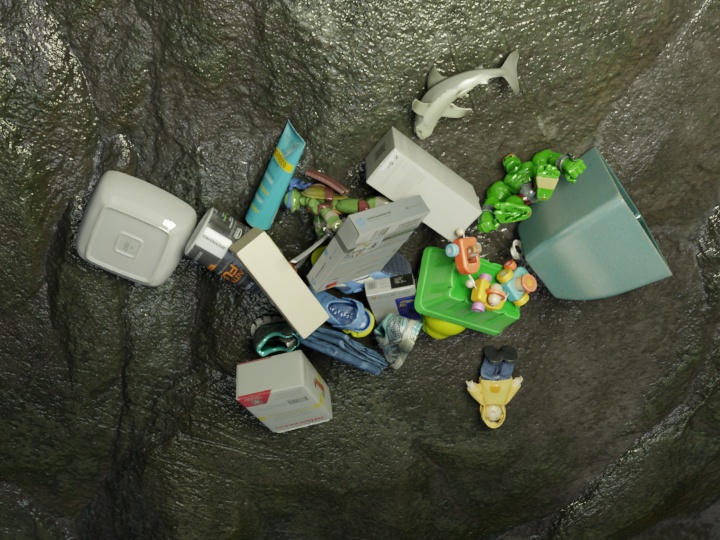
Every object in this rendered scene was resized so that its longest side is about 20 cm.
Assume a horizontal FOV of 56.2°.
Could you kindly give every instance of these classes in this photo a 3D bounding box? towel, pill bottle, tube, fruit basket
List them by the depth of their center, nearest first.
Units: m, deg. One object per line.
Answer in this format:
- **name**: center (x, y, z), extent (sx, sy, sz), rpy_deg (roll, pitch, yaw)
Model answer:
- **tube**: center (-0.150, -0.165, 1.214), extent (0.050, 0.078, 0.200), rpy_deg (-2, 133, -41)
- **pill bottle**: center (-0.220, -0.026, 1.273), extent (0.200, 0.106, 0.106), rpy_deg (31, 116, -19)
- **fruit basket**: center (0.193, 0.052, 1.322), extent (0.215, 0.156, 0.216), rpy_deg (11, 165, 3)
- **towel**: center (-0.032, 0.159, 1.360), extent (0.111, 0.049, 0.200), rpy_deg (16, 170, 32)

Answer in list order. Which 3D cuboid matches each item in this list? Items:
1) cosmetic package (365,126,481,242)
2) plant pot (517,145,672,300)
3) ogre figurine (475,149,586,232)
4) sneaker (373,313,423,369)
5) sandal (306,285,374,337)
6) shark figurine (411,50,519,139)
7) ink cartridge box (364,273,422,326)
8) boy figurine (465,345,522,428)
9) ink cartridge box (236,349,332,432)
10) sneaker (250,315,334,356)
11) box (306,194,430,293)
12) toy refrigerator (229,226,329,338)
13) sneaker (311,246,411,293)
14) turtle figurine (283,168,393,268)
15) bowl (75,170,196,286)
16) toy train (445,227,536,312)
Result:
- **cosmetic package**: center (0.111, -0.153, 1.201), extent (0.200, 0.108, 0.085), rpy_deg (34, 116, -19)
- **plant pot**: center (0.403, -0.061, 1.222), extent (0.200, 0.197, 0.196), rpy_deg (-32, 118, 25)
- **ogre figurine**: center (0.290, -0.149, 1.199), extent (0.098, 0.120, 0.200), rpy_deg (29, 116, -14)
- **sneaker**: center (0.070, 0.136, 1.378), extent (0.086, 0.078, 0.200), rpy_deg (28, 154, 6)
- **sandal**: center (-0.066, 0.072, 1.319), extent (0.199, 0.087, 0.080), rpy_deg (12, 77, -2)
- **shark figurine**: center (0.156, -0.313, 1.123), extent (0.214, 0.090, 0.128), rpy_deg (-28, 153, 24)
- **ink cartridge box**: center (0.070, 0.069, 1.352), extent (0.094, 0.037, 0.200), rpy_deg (-11, 150, 5)
- **boy figurine**: center (0.292, 0.259, 1.489), extent (0.124, 0.065, 0.201), rpy_deg (1, 119, -5)
- **ink cartridge box**: center (-0.158, 0.259, 1.426), extent (0.145, 0.084, 0.200), rpy_deg (-14, 145, 8)
- **sneaker**: center (-0.131, 0.128, 1.379), extent (0.199, 0.091, 0.078), rpy_deg (-18, 120, 9)
- **box**: center (0.011, -0.043, 1.158), extent (0.155, 0.041, 0.200), rpy_deg (-20, 160, -34)
- **toy refrigerator**: center (-0.143, 0.020, 1.211), extent (0.070, 0.076, 0.200), rpy_deg (-40, 111, -10)
- **sneaker**: center (0.000, 0.000, 1.316), extent (0.199, 0.074, 0.082), rpy_deg (4, 136, -9)
- **turtle figurine**: center (-0.038, -0.079, 1.223), extent (0.193, 0.201, 0.144), rpy_deg (-4, 154, -4)
- **bowl**: center (-0.426, -0.065, 1.264), extent (0.199, 0.075, 0.200), rpy_deg (25, 117, -17)
- **toy train**: center (0.245, -0.004, 1.196), extent (0.199, 0.056, 0.151), rpy_deg (-1, 83, -36)
